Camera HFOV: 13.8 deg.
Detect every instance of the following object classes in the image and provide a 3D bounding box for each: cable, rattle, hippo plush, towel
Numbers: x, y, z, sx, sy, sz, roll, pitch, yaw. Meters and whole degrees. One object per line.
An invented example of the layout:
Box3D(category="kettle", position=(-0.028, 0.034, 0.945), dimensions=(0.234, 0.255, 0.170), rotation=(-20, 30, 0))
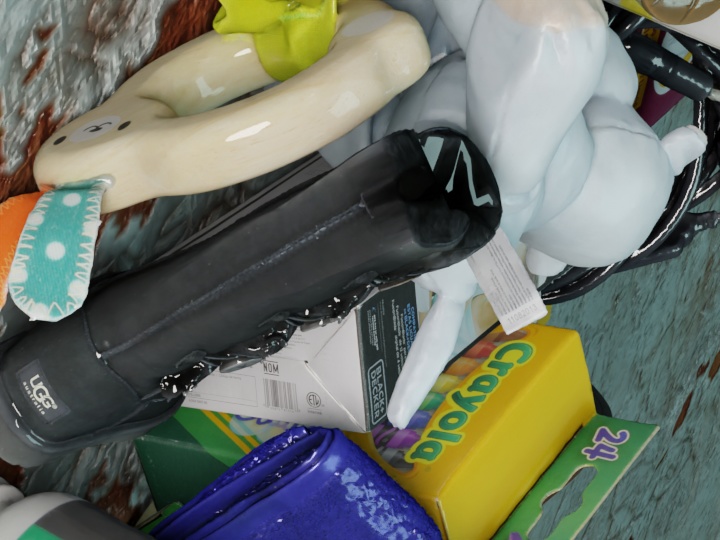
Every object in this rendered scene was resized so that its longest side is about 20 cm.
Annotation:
Box3D(category="cable", position=(0.103, -0.061, 1.462), dimensions=(0.199, 0.051, 0.164), rotation=(-12, 128, -10))
Box3D(category="rattle", position=(-0.083, -0.085, 1.101), dimensions=(0.199, 0.130, 0.143), rotation=(-25, 128, -14))
Box3D(category="hippo plush", position=(0.076, -0.062, 1.214), dimensions=(0.160, 0.200, 0.159), rotation=(2, 146, -47))
Box3D(category="towel", position=(-0.005, 0.160, 1.239), dimensions=(0.148, 0.200, 0.050), rotation=(-36, -154, 19))

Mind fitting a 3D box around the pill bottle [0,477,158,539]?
Box3D(category="pill bottle", position=(-0.100, 0.154, 1.133), dimensions=(0.113, 0.200, 0.113), rotation=(-52, 157, -32))

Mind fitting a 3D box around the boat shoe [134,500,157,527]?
Box3D(category="boat shoe", position=(-0.057, 0.126, 1.407), dimensions=(0.200, 0.068, 0.075), rotation=(-55, 161, -23))

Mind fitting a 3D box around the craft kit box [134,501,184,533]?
Box3D(category="craft kit box", position=(-0.144, 0.224, 1.290), dimensions=(0.197, 0.048, 0.200), rotation=(-29, 142, -36))

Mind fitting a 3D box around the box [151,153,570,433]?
Box3D(category="box", position=(0.000, 0.000, 1.320), dimensions=(0.200, 0.116, 0.060), rotation=(-34, 125, -53))

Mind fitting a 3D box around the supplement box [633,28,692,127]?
Box3D(category="supplement box", position=(0.148, -0.153, 1.569), dimensions=(0.200, 0.085, 0.111), rotation=(-40, 149, -50))

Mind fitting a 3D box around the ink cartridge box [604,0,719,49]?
Box3D(category="ink cartridge box", position=(0.151, -0.192, 1.356), dimensions=(0.083, 0.200, 0.146), rotation=(-30, 142, -58))

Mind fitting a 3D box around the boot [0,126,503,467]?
Box3D(category="boot", position=(-0.035, -0.001, 1.138), dimensions=(0.200, 0.066, 0.165), rotation=(-31, -176, 24))

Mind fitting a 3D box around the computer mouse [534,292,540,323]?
Box3D(category="computer mouse", position=(0.046, 0.052, 1.475), dimensions=(0.109, 0.044, 0.200), rotation=(-28, 151, -25))

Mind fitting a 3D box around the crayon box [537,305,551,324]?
Box3D(category="crayon box", position=(0.054, 0.017, 1.589), dimensions=(0.200, 0.051, 0.127), rotation=(-51, 156, -35))

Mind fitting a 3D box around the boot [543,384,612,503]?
Box3D(category="boot", position=(0.029, 0.146, 1.470), dimensions=(0.188, 0.068, 0.200), rotation=(-44, 170, -42))

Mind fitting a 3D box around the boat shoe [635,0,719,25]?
Box3D(category="boat shoe", position=(0.131, -0.208, 1.268), dimensions=(0.073, 0.063, 0.201), rotation=(-5, 114, -27))

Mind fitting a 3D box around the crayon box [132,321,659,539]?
Box3D(category="crayon box", position=(0.015, 0.071, 1.325), dimensions=(0.126, 0.199, 0.052), rotation=(-47, 134, -40))
